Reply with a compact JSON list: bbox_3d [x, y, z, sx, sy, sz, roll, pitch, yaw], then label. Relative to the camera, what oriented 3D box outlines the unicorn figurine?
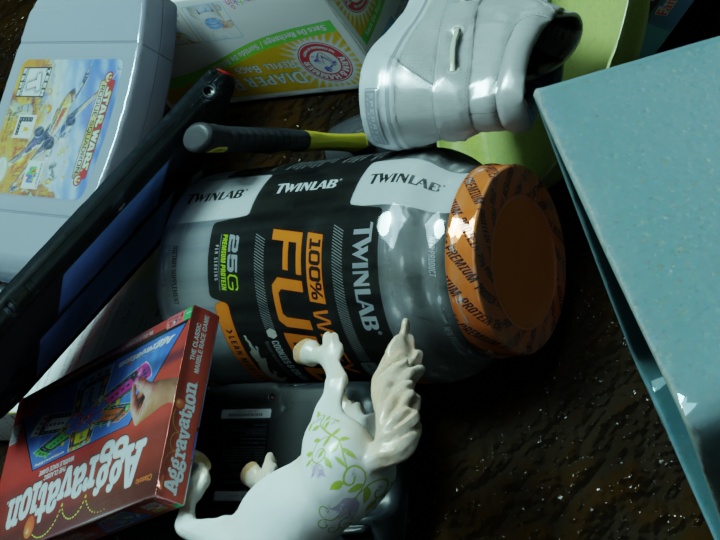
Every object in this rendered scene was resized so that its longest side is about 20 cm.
[{"bbox_3d":[-0.036,0.121,0.735,0.201,0.074,0.138,-61,26,25],"label":"unicorn figurine"}]

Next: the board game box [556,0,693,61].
[{"bbox_3d":[0.158,-0.230,0.934,0.151,0.047,0.201,-57,29,34],"label":"board game box"}]

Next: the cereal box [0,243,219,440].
[{"bbox_3d":[-0.160,0.037,0.995,0.199,0.040,0.144,-5,52,35],"label":"cereal box"}]

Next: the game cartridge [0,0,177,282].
[{"bbox_3d":[-0.188,-0.087,1.027,0.133,0.041,0.201,4,75,45],"label":"game cartridge"}]

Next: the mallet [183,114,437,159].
[{"bbox_3d":[-0.022,-0.076,0.895,0.066,0.200,0.041,-16,85,26],"label":"mallet"}]

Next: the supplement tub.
[{"bbox_3d":[0.000,0.000,0.842,0.199,0.123,0.123,-5,51,35],"label":"supplement tub"}]

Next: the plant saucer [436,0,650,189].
[{"bbox_3d":[0.105,-0.125,0.886,0.200,0.031,0.201,-48,34,48],"label":"plant saucer"}]

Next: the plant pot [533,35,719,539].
[{"bbox_3d":[0.209,0.011,0.626,0.199,0.196,0.197,-23,42,6],"label":"plant pot"}]

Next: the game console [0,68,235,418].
[{"bbox_3d":[-0.146,-0.009,0.883,0.200,0.031,0.177,-52,2,-25],"label":"game console"}]

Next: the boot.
[{"bbox_3d":[0.074,-0.126,0.844,0.095,0.074,0.200,1,38,21],"label":"boot"}]

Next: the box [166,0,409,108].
[{"bbox_3d":[-0.065,-0.191,1.082,0.199,0.101,0.113,-2,53,37],"label":"box"}]

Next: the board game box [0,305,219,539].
[{"bbox_3d":[-0.144,0.095,0.849,0.200,0.019,0.103,-27,48,48],"label":"board game box"}]

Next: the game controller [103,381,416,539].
[{"bbox_3d":[-0.058,0.111,0.836,0.199,0.042,0.105,-4,66,34],"label":"game controller"}]
